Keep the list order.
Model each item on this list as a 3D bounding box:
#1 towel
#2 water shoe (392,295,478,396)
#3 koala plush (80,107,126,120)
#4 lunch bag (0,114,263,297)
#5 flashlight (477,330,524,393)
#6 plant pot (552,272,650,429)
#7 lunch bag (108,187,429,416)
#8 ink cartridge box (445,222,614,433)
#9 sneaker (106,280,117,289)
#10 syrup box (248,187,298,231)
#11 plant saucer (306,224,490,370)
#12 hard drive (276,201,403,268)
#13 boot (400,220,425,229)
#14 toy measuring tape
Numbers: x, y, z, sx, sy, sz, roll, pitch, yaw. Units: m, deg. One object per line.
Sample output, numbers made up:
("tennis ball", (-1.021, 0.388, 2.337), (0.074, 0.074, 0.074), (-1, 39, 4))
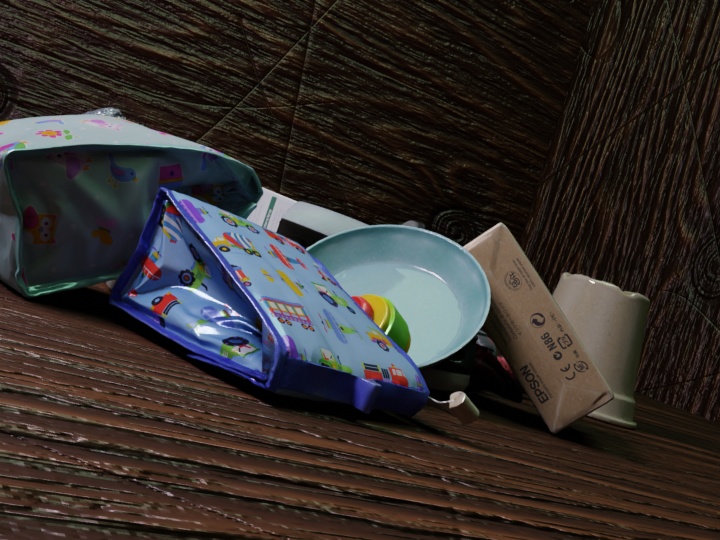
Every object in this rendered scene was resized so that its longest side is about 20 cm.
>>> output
("towel", (0.070, 0.089, 0.960), (0.198, 0.023, 0.145), (18, -17, 32))
("water shoe", (0.026, 0.060, 0.881), (0.198, 0.080, 0.071), (18, 0, 25))
("koala plush", (-0.410, -0.109, 1.135), (0.198, 0.186, 0.177), (-6, 4, -31))
("lunch bag", (-0.198, -0.060, 0.685), (0.199, 0.123, 0.170), (-13, 20, -38))
("flashlight", (0.170, 0.115, 1.098), (0.067, 0.069, 0.199), (17, 0, 37))
("plant pot", (0.331, 0.109, 1.290), (0.198, 0.185, 0.200), (18, 0, 0))
("lunch bag", (-0.050, 0.038, 0.602), (0.199, 0.095, 0.150), (31, 6, 42))
("ink cartridge box", (0.178, 0.060, 0.918), (0.201, 0.075, 0.165), (59, 8, 12))
("sneaker", (-0.149, 0.016, 0.787), (0.106, 0.075, 0.199), (39, -18, -33))
("syrup box", (-0.090, -0.044, 1.170), (0.198, 0.082, 0.079), (23, -14, -16))
("plant saucer", (0.021, 0.032, 0.818), (0.197, 0.036, 0.201), (-2, 40, 1))
("hard drive", (0.000, 0.000, 0.953), (0.198, 0.043, 0.135), (24, -29, -4))
("boot", (0.004, -0.032, 1.104), (0.130, 0.070, 0.200), (23, 25, 3))
("toy measuring tape", (0.028, 0.060, 0.679), (0.073, 0.074, 0.199), (18, -3, -39))
